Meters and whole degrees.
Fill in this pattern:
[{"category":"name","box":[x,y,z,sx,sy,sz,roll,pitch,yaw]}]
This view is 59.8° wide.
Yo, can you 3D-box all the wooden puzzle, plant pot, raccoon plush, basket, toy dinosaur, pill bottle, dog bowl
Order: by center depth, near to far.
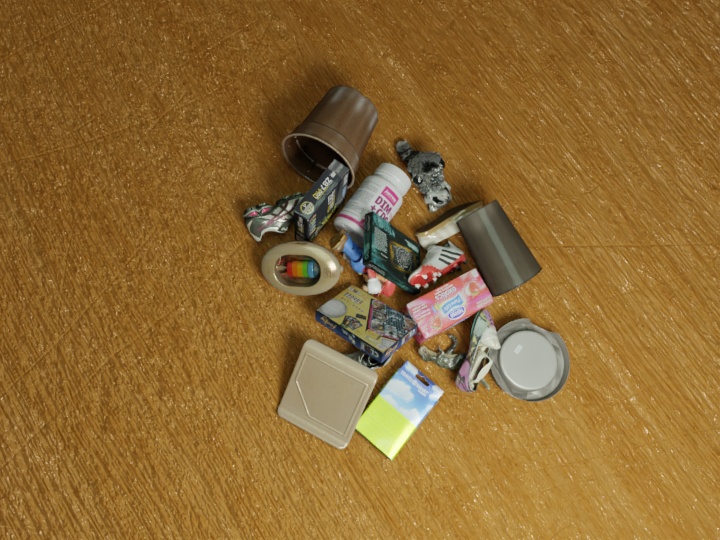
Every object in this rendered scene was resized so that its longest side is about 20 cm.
[{"category":"wooden puzzle","box":[-0.076,0.280,1.427,0.185,0.037,0.200,26,102,11]},{"category":"basket","box":[0.328,-0.058,1.513,0.136,0.180,0.200,-30,90,23]},{"category":"toy dinosaur","box":[0.235,0.209,1.517,0.200,0.047,0.088,25,77,-4]},{"category":"dog bowl","box":[0.402,0.220,1.520,0.199,0.059,0.201,2,74,-6]},{"category":"pill bottle","box":[0.033,-0.163,1.557,0.113,0.113,0.200,34,74,4]},{"category":"plant pot","box":[-0.064,-0.339,1.565,0.200,0.200,0.199,27,66,2]},{"category":"raccoon plush","box":[0.174,-0.248,1.630,0.097,0.134,0.200,-23,46,4]}]

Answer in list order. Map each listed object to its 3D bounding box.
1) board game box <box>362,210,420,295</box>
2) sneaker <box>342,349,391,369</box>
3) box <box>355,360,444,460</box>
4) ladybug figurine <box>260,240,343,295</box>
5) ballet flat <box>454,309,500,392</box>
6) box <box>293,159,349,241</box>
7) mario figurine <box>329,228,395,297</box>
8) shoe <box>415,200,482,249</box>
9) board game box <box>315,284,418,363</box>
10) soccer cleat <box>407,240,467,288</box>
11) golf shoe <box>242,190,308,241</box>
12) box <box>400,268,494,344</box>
[{"category":"board game box","box":[0.078,-0.039,1.494,0.028,0.200,0.136,-18,56,35]},{"category":"sneaker","box":[-0.015,0.215,1.450,0.200,0.115,0.076,-25,79,-11]},{"category":"box","box":[0.088,0.326,1.465,0.122,0.048,0.200,40,75,5]},{"category":"ladybug figurine","box":[-0.138,-0.010,1.504,0.199,0.072,0.136,6,110,8]},{"category":"ballet flat","box":[0.284,0.192,1.465,0.069,0.071,0.201,25,83,-42]},{"category":"box","box":[-0.096,-0.156,1.498,0.049,0.200,0.161,34,73,5]},{"category":"mario figurine","box":[0.000,0.000,1.512,0.200,0.106,0.124,42,45,-17]},{"category":"shoe","box":[0.230,-0.119,1.597,0.200,0.070,0.053,-29,107,-13]},{"category":"board game box","box":[0.013,0.119,1.453,0.200,0.035,0.135,31,44,28]},{"category":"soccer cleat","box":[0.178,-0.018,1.536,0.200,0.069,0.085,-22,65,-37]},{"category":"golf shoe","box":[-0.190,-0.141,1.561,0.199,0.077,0.088,-20,98,-8]},{"category":"box","box":[0.207,0.088,1.515,0.200,0.100,0.096,-27,79,-13]}]
